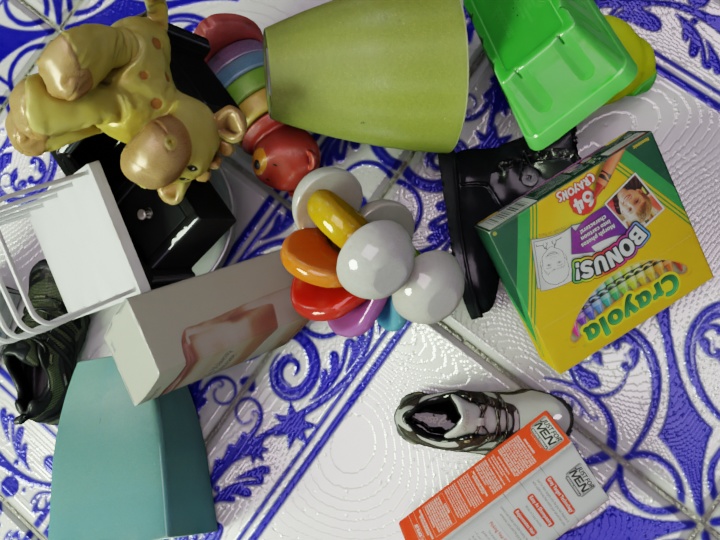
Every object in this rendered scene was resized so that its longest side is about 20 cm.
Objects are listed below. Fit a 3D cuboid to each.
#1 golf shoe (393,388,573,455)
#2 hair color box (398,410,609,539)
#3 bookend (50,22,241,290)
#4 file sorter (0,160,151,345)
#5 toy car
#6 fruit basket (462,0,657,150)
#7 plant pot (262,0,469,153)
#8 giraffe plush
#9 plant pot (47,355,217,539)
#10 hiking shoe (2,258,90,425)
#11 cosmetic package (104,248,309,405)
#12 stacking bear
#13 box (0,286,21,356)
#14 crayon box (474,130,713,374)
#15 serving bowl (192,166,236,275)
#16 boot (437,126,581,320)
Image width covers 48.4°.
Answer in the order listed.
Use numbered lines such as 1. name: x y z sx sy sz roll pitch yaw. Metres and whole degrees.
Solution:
1. golf shoe: 0.133 0.166 0.861 0.196 0.095 0.079 -4 80 7
2. hair color box: 0.149 0.252 0.839 0.199 0.061 0.102 -37 118 3
3. bookend: -0.201 -0.117 0.867 0.198 0.092 0.201 -41 77 19
4. file sorter: -0.338 -0.007 0.842 0.198 0.124 0.141 -15 99 48
5. toy car: 0.000 0.000 0.856 0.151 0.198 0.175 -54 42 12
6. fruit basket: 0.228 -0.233 0.885 0.155 0.215 0.218 -36 77 25
7. plant pot: -0.004 -0.216 0.866 0.196 0.187 0.191 -6 80 -9
8. giraffe plush: -0.206 -0.143 0.759 0.163 0.172 0.200 50 58 -10
9. plant pot: -0.255 0.202 0.904 0.138 0.141 0.204 -10 73 8
10. hiking shoe: -0.377 0.082 0.955 0.074 0.101 0.204 -7 80 8
11. cosmetic package: -0.161 0.059 0.869 0.198 0.103 0.088 -20 76 -37
12. stacking bear: -0.118 -0.184 0.944 0.121 0.113 0.202 -45 71 43
13. box: -0.489 0.059 0.927 0.059 0.200 0.119 17 84 12
14. crayon box: 0.247 -0.020 0.845 0.198 0.058 0.174 -31 103 -2
15. serving bowl: -0.237 -0.057 0.970 0.196 0.066 0.204 -1 82 9
16. boot: 0.180 -0.058 0.894 0.165 0.076 0.204 -10 76 11
